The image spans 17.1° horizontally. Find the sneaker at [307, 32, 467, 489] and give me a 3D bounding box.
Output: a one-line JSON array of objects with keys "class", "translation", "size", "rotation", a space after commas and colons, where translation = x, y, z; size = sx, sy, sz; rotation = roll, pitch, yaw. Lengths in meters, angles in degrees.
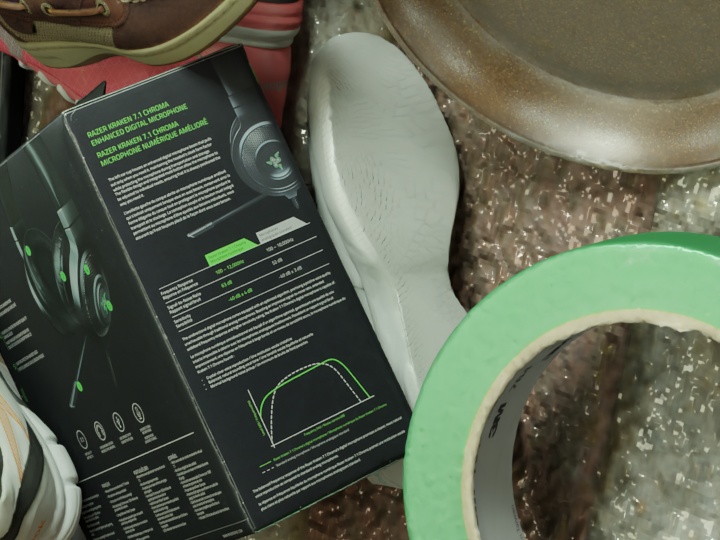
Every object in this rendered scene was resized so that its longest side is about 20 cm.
[{"class": "sneaker", "translation": [0.000, 0.000, 1.041], "size": [0.088, 0.075, 0.201], "rotation": [-18, 83, 49]}]

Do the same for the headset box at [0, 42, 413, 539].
[{"class": "headset box", "translation": [-0.086, 0.017, 1.033], "size": [0.174, 0.093, 0.200], "rotation": [-29, 87, 60]}]

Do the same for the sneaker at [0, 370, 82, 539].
[{"class": "sneaker", "translation": [-0.195, 0.040, 1.037], "size": [0.074, 0.080, 0.200], "rotation": [-41, 76, 5]}]

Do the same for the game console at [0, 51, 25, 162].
[{"class": "game console", "translation": [-0.269, -0.095, 1.213], "size": [0.176, 0.116, 0.201], "rotation": [11, 100, 38]}]

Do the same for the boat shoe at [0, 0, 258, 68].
[{"class": "boat shoe", "translation": [-0.103, -0.131, 0.986], "size": [0.200, 0.072, 0.072], "rotation": [-1, 60, 53]}]

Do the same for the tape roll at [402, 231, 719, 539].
[{"class": "tape roll", "translation": [0.116, 0.086, 0.934], "size": [0.200, 0.048, 0.201], "rotation": [3, 98, 24]}]

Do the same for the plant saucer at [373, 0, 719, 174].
[{"class": "plant saucer", "translation": [0.095, -0.121, 0.917], "size": [0.200, 0.032, 0.201], "rotation": [16, 138, 15]}]

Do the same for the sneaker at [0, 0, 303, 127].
[{"class": "sneaker", "translation": [-0.117, -0.095, 1.118], "size": [0.200, 0.074, 0.087], "rotation": [8, 103, 34]}]

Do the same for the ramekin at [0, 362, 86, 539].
[{"class": "ramekin", "translation": [-0.214, 0.108, 1.140], "size": [0.094, 0.202, 0.203], "rotation": [-44, 67, 19]}]
